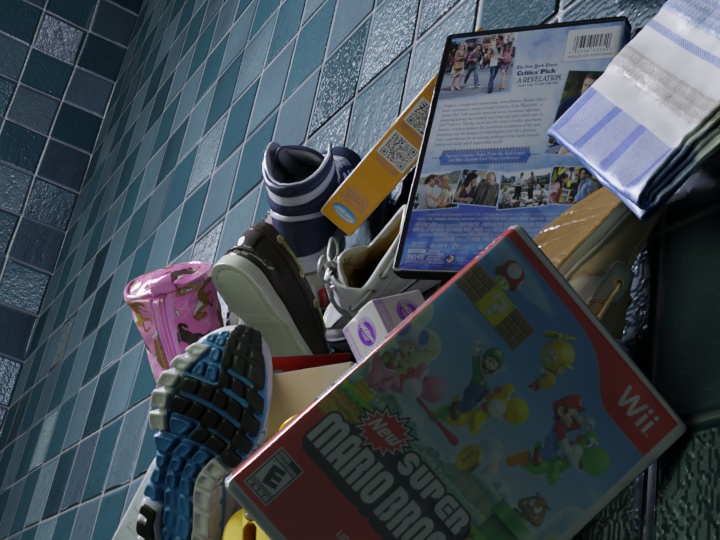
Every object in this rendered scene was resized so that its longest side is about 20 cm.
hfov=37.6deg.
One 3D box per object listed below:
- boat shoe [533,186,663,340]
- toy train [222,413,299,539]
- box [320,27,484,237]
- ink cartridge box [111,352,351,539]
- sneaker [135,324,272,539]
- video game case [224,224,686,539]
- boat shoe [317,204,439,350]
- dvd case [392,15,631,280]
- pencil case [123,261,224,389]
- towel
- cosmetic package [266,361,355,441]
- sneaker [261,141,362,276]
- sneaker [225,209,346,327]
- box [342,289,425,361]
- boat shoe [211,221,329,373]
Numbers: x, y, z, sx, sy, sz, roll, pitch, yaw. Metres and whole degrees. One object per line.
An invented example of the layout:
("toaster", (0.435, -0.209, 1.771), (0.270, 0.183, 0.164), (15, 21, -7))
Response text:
("boat shoe", (0.120, 0.024, 0.619), (0.200, 0.069, 0.074), (-46, 12, -22))
("toy train", (-0.012, 0.175, 0.650), (0.150, 0.056, 0.200), (11, 64, 31))
("box", (0.040, -0.112, 0.918), (0.200, 0.041, 0.119), (-44, 5, 39))
("ink cartridge box", (-0.085, 0.151, 0.837), (0.044, 0.200, 0.174), (37, 107, 28))
("sneaker", (-0.093, 0.111, 0.702), (0.087, 0.075, 0.200), (-38, -27, -56))
("video game case", (0.051, 0.095, 0.544), (0.200, 0.143, 0.017), (-41, 5, -7))
("boat shoe", (0.000, 0.004, 0.900), (0.202, 0.086, 0.075), (-40, 35, 51))
("dvd case", (0.107, -0.086, 0.747), (0.142, 0.018, 0.200), (1, 68, 32))
("pencil case", (-0.141, 0.091, 0.902), (0.086, 0.083, 0.200), (8, 115, 53))
("towel", (0.201, -0.130, 0.608), (0.200, 0.024, 0.147), (-47, 26, 12))
("cosmetic package", (-0.026, 0.178, 0.760), (0.071, 0.105, 0.200), (-9, 48, 13))
("sneaker", (-0.039, -0.093, 1.003), (0.200, 0.070, 0.109), (-70, -24, -52))
("sneaker", (-0.066, 0.024, 1.002), (0.070, 0.093, 0.200), (97, -174, -46))
("box", (0.053, 0.108, 0.605), (0.039, 0.041, 0.200), (-47, 61, 46))
("boat shoe", (-0.060, 0.047, 0.915), (0.072, 0.201, 0.061), (9, 50, 31))
